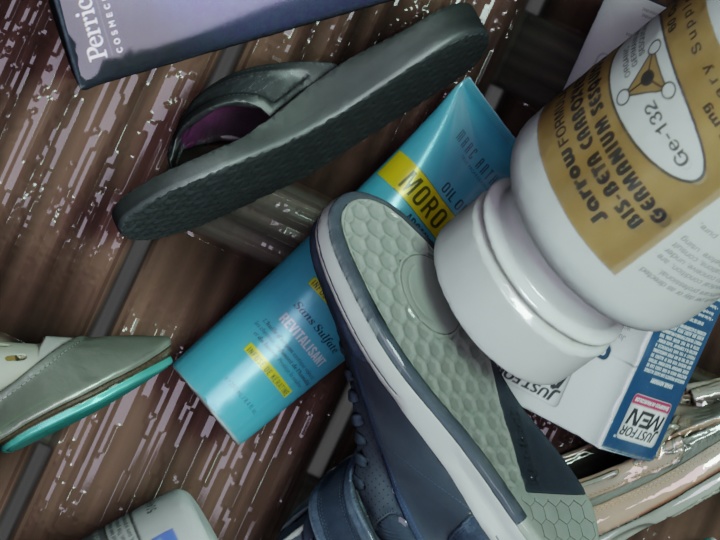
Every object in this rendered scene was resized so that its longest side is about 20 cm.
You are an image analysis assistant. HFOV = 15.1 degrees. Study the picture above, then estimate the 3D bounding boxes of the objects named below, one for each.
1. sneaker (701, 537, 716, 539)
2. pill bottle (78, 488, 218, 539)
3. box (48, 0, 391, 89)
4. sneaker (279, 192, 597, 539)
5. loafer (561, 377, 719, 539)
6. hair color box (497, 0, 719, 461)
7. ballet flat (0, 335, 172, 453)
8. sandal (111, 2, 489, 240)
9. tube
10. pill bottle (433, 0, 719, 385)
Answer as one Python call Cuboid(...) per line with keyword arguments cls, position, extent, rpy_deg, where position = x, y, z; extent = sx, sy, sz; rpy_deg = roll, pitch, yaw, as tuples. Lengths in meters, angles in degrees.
Cuboid(cls="sneaker", position=(0.213, 0.216, 1.337), extent=(0.200, 0.070, 0.093), rpy_deg=(42, 85, 1))
Cuboid(cls="pill bottle", position=(-0.144, 0.197, 1.275), extent=(0.199, 0.114, 0.114), rpy_deg=(-28, 100, -3))
Cuboid(cls="box", position=(-0.064, -0.204, 1.232), extent=(0.198, 0.123, 0.201), rpy_deg=(-17, 98, -3))
Cuboid(cls="sneaker", position=(0.000, 0.074, 1.259), extent=(0.146, 0.077, 0.203), rpy_deg=(-24, 100, 38))
Cuboid(cls="loafer", position=(0.131, 0.095, 1.322), extent=(0.200, 0.072, 0.063), rpy_deg=(-32, 93, 1))
Cuboid(cls="hair color box", position=(0.128, -0.022, 1.286), extent=(0.100, 0.060, 0.201), rpy_deg=(27, 94, 33))
Cuboid(cls="ballet flat", position=(-0.185, 0.070, 1.280), extent=(0.200, 0.067, 0.064), rpy_deg=(-33, 89, -3))
Cuboid(cls="sandal", position=(-0.034, -0.076, 1.286), extent=(0.200, 0.075, 0.048), rpy_deg=(-30, 74, -10))
Cuboid(cls="tube", position=(0.000, 0.000, 1.306), extent=(0.200, 0.050, 0.078), rpy_deg=(-41, 116, -5))
Cuboid(cls="pill bottle", position=(0.130, -0.039, 1.180), extent=(0.114, 0.114, 0.200), rpy_deg=(45, 121, -10))
